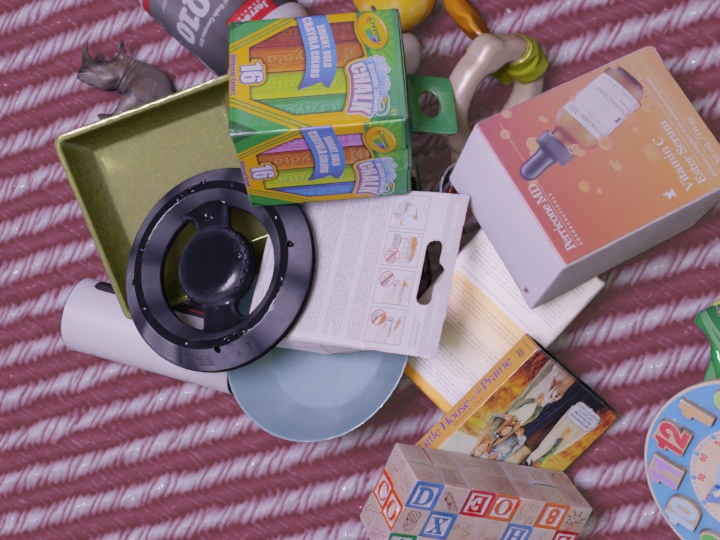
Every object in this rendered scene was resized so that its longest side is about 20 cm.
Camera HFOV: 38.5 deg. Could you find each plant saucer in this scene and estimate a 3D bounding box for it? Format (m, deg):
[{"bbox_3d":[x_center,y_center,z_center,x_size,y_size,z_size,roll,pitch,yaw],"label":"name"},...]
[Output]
[{"bbox_3d":[-0.182,-0.078,1.059,0.198,0.048,0.202,-20,105,0],"label":"plant saucer"},{"bbox_3d":[-0.038,0.071,1.017,0.199,0.039,0.203,-7,69,20],"label":"plant saucer"}]

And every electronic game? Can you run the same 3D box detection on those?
[{"bbox_3d":[-0.137,-0.002,0.990,0.198,0.042,0.202,-5,73,18],"label":"electronic game"}]

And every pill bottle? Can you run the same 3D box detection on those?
[{"bbox_3d":[-0.124,-0.254,1.066,0.200,0.114,0.114,42,98,11],"label":"pill bottle"}]

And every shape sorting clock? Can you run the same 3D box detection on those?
[{"bbox_3d":[0.351,0.194,0.937,0.199,0.039,0.202,19,118,39],"label":"shape sorting clock"}]

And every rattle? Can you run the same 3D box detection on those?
[{"bbox_3d":[0.090,-0.159,1.039,0.142,0.130,0.201,33,124,22],"label":"rattle"}]

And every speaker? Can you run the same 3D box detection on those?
[{"bbox_3d":[-0.213,0.070,1.101,0.198,0.081,0.082,14,93,14],"label":"speaker"}]

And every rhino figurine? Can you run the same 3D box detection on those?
[{"bbox_3d":[-0.237,-0.176,1.119,0.087,0.060,0.200,-41,79,-7],"label":"rhino figurine"}]

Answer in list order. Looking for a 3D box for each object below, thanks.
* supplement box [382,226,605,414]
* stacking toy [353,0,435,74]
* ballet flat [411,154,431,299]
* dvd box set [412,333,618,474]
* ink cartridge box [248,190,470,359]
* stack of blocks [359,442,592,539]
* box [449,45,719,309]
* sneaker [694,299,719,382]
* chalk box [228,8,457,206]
[{"bbox_3d":[0.130,0.043,1.022,0.126,0.073,0.200,44,100,10],"label":"supplement box"},{"bbox_3d":[0.035,-0.292,1.036,0.145,0.146,0.202,-3,104,13],"label":"stacking toy"},{"bbox_3d":[0.037,-0.064,1.045,0.068,0.071,0.202,-11,87,-9],"label":"ballet flat"},{"bbox_3d":[0.136,0.171,0.996,0.200,0.029,0.146,-46,123,8],"label":"dvd box set"},{"bbox_3d":[0.000,0.000,0.980,0.198,0.050,0.162,7,74,22],"label":"ink cartridge box"},{"bbox_3d":[0.103,0.239,0.966,0.198,0.059,0.116,15,110,-26],"label":"stack of blocks"},{"bbox_3d":[0.209,-0.085,0.938,0.199,0.106,0.153,-26,74,-17],"label":"box"},{"bbox_3d":[0.368,0.121,0.976,0.083,0.074,0.202,-13,91,41],"label":"sneaker"},{"bbox_3d":[-0.013,-0.147,0.935,0.198,0.124,0.126,-6,63,1],"label":"chalk box"}]
